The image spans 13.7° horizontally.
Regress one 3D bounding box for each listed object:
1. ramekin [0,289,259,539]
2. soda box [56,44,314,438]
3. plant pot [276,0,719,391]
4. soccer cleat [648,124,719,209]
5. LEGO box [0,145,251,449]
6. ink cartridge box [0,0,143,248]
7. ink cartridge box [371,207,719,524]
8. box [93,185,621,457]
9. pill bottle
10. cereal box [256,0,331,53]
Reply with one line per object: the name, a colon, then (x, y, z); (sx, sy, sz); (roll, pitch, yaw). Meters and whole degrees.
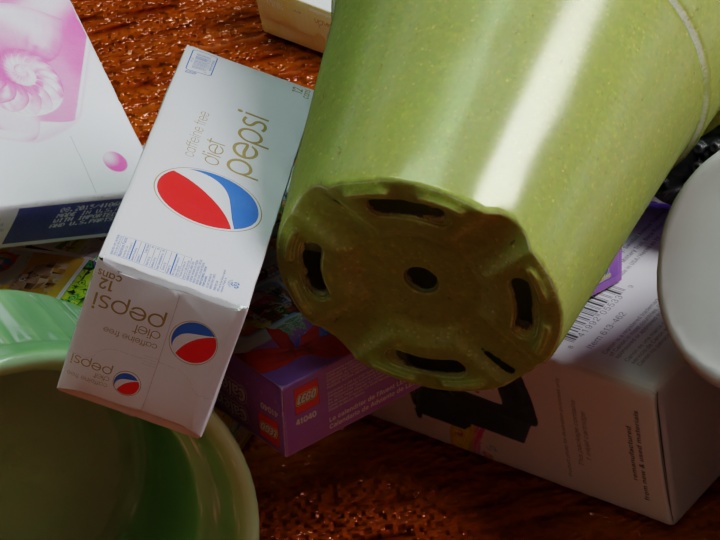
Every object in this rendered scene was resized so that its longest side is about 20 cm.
ramekin: (-0.152, 0.106, 1.284); (0.200, 0.200, 0.098); (-21, 30, -13)
soda box: (-0.070, -0.016, 1.252); (0.064, 0.068, 0.200); (19, 29, -2)
plant pot: (0.052, -0.056, 1.254); (0.199, 0.200, 0.190); (5, 48, 21)
soccer cleat: (0.129, -0.061, 1.411); (0.200, 0.068, 0.073); (8, 9, 36)
LEGO box: (-0.115, 0.029, 1.472); (0.149, 0.077, 0.200); (8, 40, 24)
ink cartridge box: (-0.219, -0.095, 1.445); (0.196, 0.043, 0.200); (-8, 57, -35)
ink cartridge box: (0.099, 0.020, 1.420); (0.200, 0.083, 0.146); (18, 45, 35)
box: (0.000, 0.000, 1.347); (0.200, 0.039, 0.137); (-26, 40, -31)
pill bottle: (0.228, 0.007, 1.313); (0.113, 0.113, 0.200); (26, 11, 40)
cereal box: (0.056, -0.182, 1.741); (0.144, 0.040, 0.200); (22, 48, 38)
